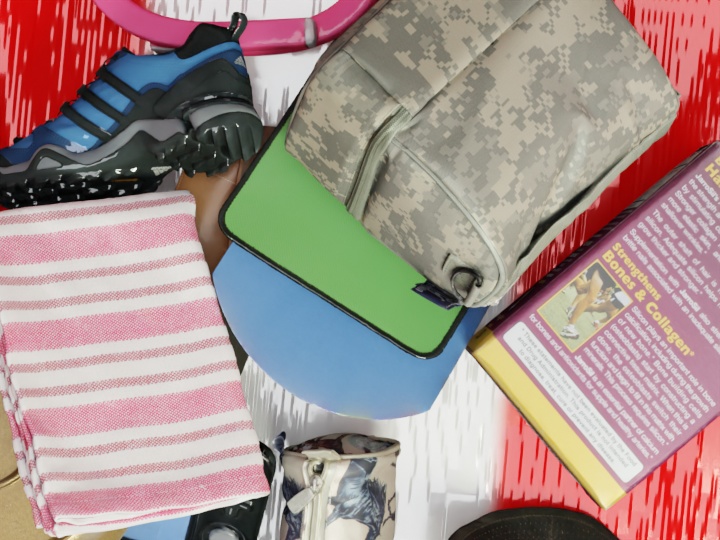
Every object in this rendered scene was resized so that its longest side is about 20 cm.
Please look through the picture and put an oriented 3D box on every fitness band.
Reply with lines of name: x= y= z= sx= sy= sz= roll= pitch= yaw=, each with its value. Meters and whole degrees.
fitness band: x=-0.079 y=-0.207 z=1.607 sx=0.200 sy=0.037 sz=0.144 roll=0 pitch=87 yaw=6

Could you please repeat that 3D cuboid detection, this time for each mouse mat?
mouse mat: x=0.024 y=-0.059 z=1.593 sx=0.161 sy=0.008 sz=0.200 roll=33 pitch=66 yaw=0

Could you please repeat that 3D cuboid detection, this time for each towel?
towel: x=-0.141 y=0.050 z=1.518 sx=0.146 sy=0.030 sz=0.200 roll=-9 pitch=75 yaw=-27

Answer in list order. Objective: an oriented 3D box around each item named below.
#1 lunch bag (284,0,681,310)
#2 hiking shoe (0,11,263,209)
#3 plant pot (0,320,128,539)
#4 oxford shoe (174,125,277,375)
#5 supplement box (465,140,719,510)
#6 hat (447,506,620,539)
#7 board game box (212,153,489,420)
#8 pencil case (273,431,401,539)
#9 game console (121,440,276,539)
lunch bag: x=0.075 y=-0.091 z=1.537 sx=0.168 sy=0.139 sz=0.200 roll=42 pitch=64 yaw=11
hiking shoe: x=-0.149 y=-0.090 z=1.593 sx=0.200 sy=0.074 sz=0.087 roll=-14 pitch=66 yaw=22
plant pot: x=-0.222 y=0.099 z=1.532 sx=0.200 sy=0.027 sz=0.201 roll=0 pitch=83 yaw=-3
oxford shoe: x=-0.099 y=0.005 z=1.609 sx=0.071 sy=0.071 sz=0.200 roll=9 pitch=82 yaw=15
supplement box: x=0.180 y=0.032 z=1.585 sx=0.200 sy=0.103 sz=0.131 roll=-39 pitch=91 yaw=0
hat: x=0.118 y=0.247 z=1.591 sx=0.200 sy=0.081 sz=0.201 roll=15 pitch=47 yaw=-17
board game box: x=0.000 y=0.000 z=1.601 sx=0.158 sy=0.039 sz=0.200 roll=34 pitch=66 yaw=-8
pencil case: x=-0.020 y=0.200 z=1.592 sx=0.078 sy=0.089 sz=0.200 roll=4 pitch=91 yaw=33
game console: x=-0.169 y=0.176 z=1.573 sx=0.200 sy=0.116 sz=0.176 roll=15 pitch=129 yaw=-1
